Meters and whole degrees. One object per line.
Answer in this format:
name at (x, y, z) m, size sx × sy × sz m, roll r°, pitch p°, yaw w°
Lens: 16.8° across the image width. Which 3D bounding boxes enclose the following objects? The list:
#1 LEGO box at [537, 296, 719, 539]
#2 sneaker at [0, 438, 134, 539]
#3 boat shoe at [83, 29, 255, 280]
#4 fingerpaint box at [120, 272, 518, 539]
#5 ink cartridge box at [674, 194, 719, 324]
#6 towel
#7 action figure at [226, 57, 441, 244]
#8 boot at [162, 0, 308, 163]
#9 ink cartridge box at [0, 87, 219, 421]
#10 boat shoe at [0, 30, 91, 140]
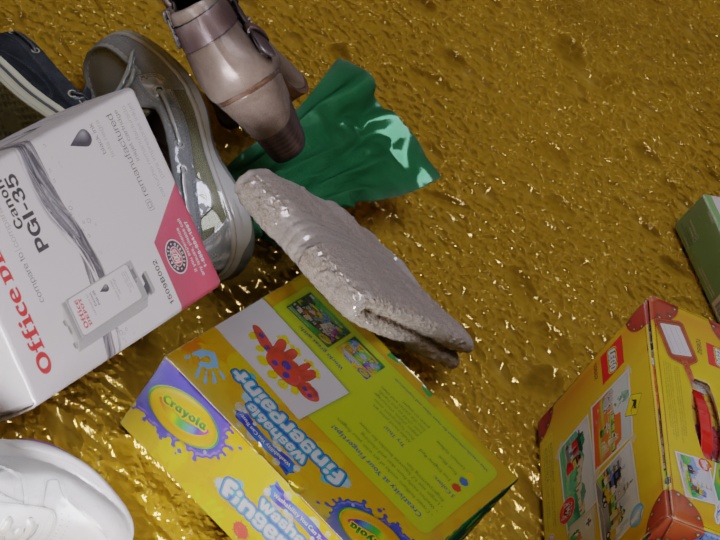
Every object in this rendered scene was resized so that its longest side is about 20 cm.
LEGO box at (0.192, 0.144, 1.645) m, size 0.077 × 0.149 × 0.200 m, roll 22°, pitch 41°, yaw -19°
sneaker at (-0.229, 0.136, 1.396) m, size 0.200 × 0.075 × 0.100 m, roll 23°, pitch 54°, yaw -12°
boat shoe at (-0.142, -0.080, 1.671) m, size 0.065 × 0.074 × 0.202 m, roll -4°, pitch 61°, yaw -46°
fingerpaint box at (-0.025, 0.117, 1.561) m, size 0.200 × 0.073 × 0.167 m, roll 44°, pitch 37°, yaw 10°
ink cartridge box at (0.369, 0.013, 2.001) m, size 0.200 × 0.048 × 0.146 m, roll 7°, pitch 47°, yaw -34°
towel at (0.000, 0.000, 1.656) m, size 0.133 × 0.034 × 0.200 m, roll 46°, pitch 9°, yaw 25°
action figure at (-0.042, -0.067, 1.751) m, size 0.118 × 0.055 × 0.200 m, roll 47°, pitch 45°, yaw 9°
boot at (-0.096, -0.164, 1.710) m, size 0.146 × 0.070 × 0.200 m, roll 57°, pitch -1°, yaw -29°
ink cartridge box at (-0.196, -0.008, 1.503) m, size 0.200 × 0.083 × 0.147 m, roll -36°, pitch 106°, yaw -52°
boat shoe at (-0.197, -0.092, 1.638) m, size 0.200 × 0.075 × 0.062 m, roll 43°, pitch 44°, yaw 15°
